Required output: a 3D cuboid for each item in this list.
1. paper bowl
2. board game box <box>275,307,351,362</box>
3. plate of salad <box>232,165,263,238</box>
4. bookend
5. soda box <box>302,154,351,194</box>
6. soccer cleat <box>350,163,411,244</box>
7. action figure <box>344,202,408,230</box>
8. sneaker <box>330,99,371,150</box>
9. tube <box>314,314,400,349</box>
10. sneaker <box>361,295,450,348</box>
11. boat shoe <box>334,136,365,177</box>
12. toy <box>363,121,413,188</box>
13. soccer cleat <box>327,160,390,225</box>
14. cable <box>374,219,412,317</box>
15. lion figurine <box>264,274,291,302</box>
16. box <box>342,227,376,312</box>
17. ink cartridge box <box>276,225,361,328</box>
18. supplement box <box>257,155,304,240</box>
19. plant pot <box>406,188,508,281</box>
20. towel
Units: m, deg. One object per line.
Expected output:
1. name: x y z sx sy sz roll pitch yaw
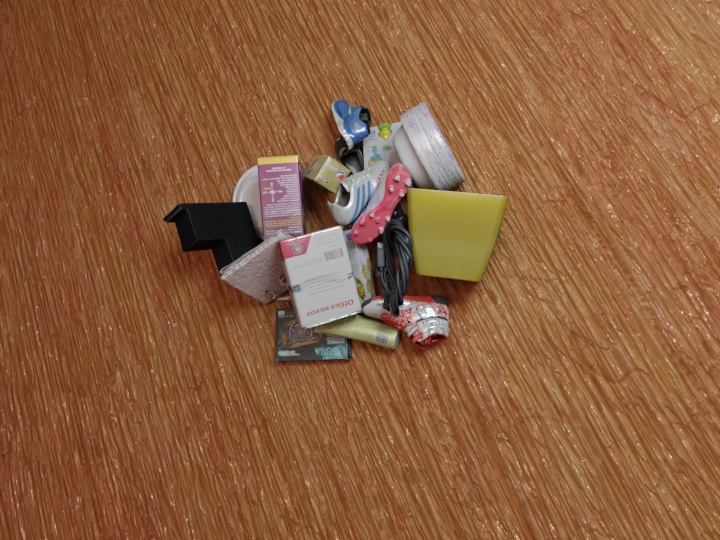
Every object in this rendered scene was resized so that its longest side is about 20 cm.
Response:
1. paper bowl: 0.147 -0.265 1.261 0.104 0.201 0.201 -29 70 15
2. board game box: -0.118 0.156 1.384 0.199 0.028 0.136 -5 78 21
3. plate of salad: -0.252 -0.185 1.499 0.199 0.048 0.201 0 90 20
4. bookend: -0.362 -0.064 1.415 0.092 0.198 0.201 -28 78 41
5. soda box: -0.086 -0.236 1.362 0.064 0.200 0.068 31 94 -17
6. soccer cleat: 0.043 -0.145 1.233 0.200 0.067 0.077 -55 24 24
7. action figure: 0.058 -0.119 1.312 0.199 0.102 0.119 5 106 39
8. sneaker: -0.017 -0.374 1.402 0.089 0.079 0.200 -23 43 4
9. tube: -0.006 0.133 1.314 0.199 0.058 0.052 14 123 15
10. sneaker: 0.099 0.115 1.248 0.200 0.067 0.108 -2 60 5
11. boat shoe: -0.016 -0.268 1.410 0.067 0.057 0.201 -32 69 14
12. toy: 0.068 -0.267 1.377 0.115 0.047 0.201 -8 69 12
13. soccer cleat: -0.001 -0.193 1.275 0.070 0.086 0.200 10 59 46
14. cable: 0.076 -0.002 1.180 0.051 0.163 0.201 4 70 -17
15. lion figurine: -0.128 0.041 1.382 0.199 0.122 0.073 -19 60 34
16. box: 0.000 0.000 1.313 0.039 0.041 0.201 -2 103 39
17. ink cartridge box: -0.093 0.014 1.264 0.145 0.085 0.201 -15 96 -14
18. supplement box: -0.192 -0.174 1.389 0.103 0.131 0.201 -5 91 -4
19. plant pot: 0.202 -0.074 1.201 0.199 0.200 0.177 6 95 12
20. towel: -0.211 -0.005 1.369 0.200 0.191 0.032 -33 55 14
